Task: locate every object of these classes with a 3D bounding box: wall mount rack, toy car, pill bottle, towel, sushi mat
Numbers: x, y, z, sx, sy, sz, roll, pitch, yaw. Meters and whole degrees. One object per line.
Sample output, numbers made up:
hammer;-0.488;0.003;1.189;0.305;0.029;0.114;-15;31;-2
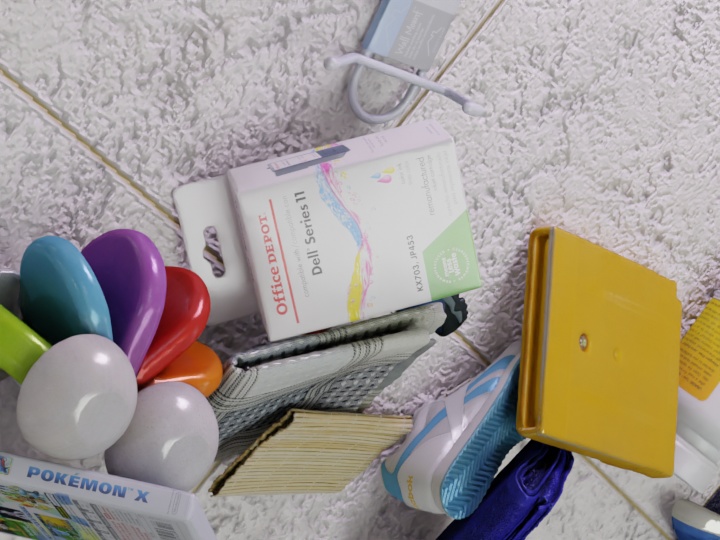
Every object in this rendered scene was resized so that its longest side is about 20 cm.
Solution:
wall mount rack;0.043;-0.191;1.466;0.173;0.074;0.201;14;106;-43
toy car;-0.172;0.047;1.367;0.200;0.175;0.150;34;89;-45
pill bottle;0.335;0.098;1.862;0.200;0.113;0.113;-54;136;0
towel;-0.045;0.095;1.532;0.199;0.035;0.193;-14;158;-34
sushi mat;-0.035;0.144;1.597;0.096;0.012;0.200;-43;158;18
towel;0.100;0.226;1.711;0.200;0.050;0.148;-49;177;24

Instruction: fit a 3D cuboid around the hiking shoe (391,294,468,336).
hiking shoe;0.000;0.000;1.560;0.087;0.074;0.200;-49;125;1

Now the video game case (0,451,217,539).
video game case;-0.188;0.163;1.383;0.200;0.181;0.022;83;19;-71

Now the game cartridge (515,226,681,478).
game cartridge;0.206;0.073;1.738;0.200;0.032;0.177;22;68;-47

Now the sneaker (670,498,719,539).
sneaker;0.346;0.302;2.023;0.200;0.077;0.112;35;82;-52

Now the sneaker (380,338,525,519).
sneaker;0.093;0.121;1.706;0.200;0.080;0.077;-45;130;-38

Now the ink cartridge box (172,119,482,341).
ink cartridge box;-0.024;-0.024;1.455;0.199;0.067;0.118;-15;109;-5
